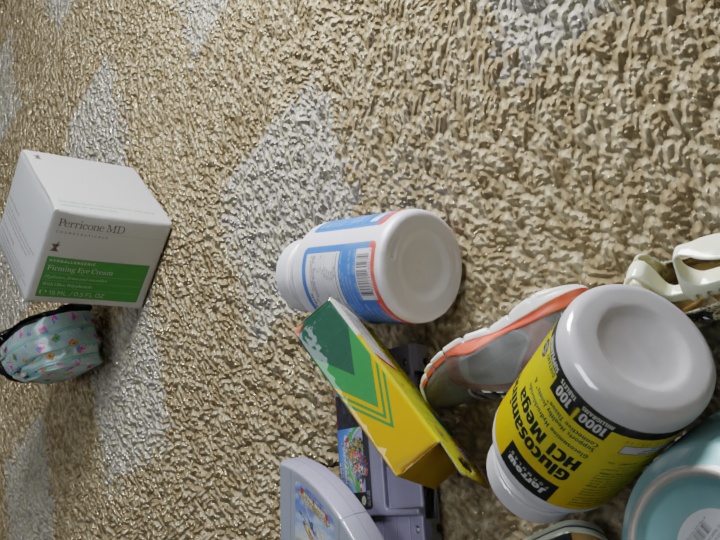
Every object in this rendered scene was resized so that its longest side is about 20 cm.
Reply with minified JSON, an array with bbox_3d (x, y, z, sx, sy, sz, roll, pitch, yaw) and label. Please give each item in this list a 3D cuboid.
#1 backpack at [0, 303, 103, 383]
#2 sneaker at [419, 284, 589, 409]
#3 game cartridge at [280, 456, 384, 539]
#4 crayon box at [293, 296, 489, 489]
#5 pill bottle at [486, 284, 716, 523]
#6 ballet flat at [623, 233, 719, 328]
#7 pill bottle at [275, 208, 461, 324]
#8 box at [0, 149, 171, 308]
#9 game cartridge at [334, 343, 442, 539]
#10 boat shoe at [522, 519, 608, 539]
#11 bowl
[{"bbox_3d":[-0.533,0.131,1.593,0.200,0.167,0.127,-24,85,45],"label":"backpack"},{"bbox_3d":[0.129,0.090,0.795,0.200,0.077,0.082,-42,60,41],"label":"sneaker"},{"bbox_3d":[-0.036,0.285,0.968,0.200,0.041,0.134,27,124,58],"label":"game cartridge"},{"bbox_3d":[0.030,0.127,0.835,0.051,0.127,0.200,-40,63,3],"label":"crayon box"},{"bbox_3d":[0.166,0.110,0.680,0.200,0.112,0.113,110,145,-49],"label":"pill bottle"},{"bbox_3d":[0.242,0.007,0.656,0.200,0.075,0.068,-26,41,48],"label":"ballet flat"},{"bbox_3d":[0.000,0.000,0.943,0.200,0.112,0.113,-3,82,52],"label":"pill bottle"},{"bbox_3d":[-0.443,-0.064,1.453,0.200,0.198,0.172,46,120,43],"label":"box"},{"bbox_3d":[0.025,0.186,0.947,0.129,0.038,0.201,-19,70,45],"label":"game cartridge"},{"bbox_3d":[0.128,0.277,0.759,0.200,0.074,0.062,-43,27,35],"label":"boat shoe"},{"bbox_3d":[0.252,0.184,0.595,0.200,0.105,0.202,-11,76,52],"label":"bowl"}]
